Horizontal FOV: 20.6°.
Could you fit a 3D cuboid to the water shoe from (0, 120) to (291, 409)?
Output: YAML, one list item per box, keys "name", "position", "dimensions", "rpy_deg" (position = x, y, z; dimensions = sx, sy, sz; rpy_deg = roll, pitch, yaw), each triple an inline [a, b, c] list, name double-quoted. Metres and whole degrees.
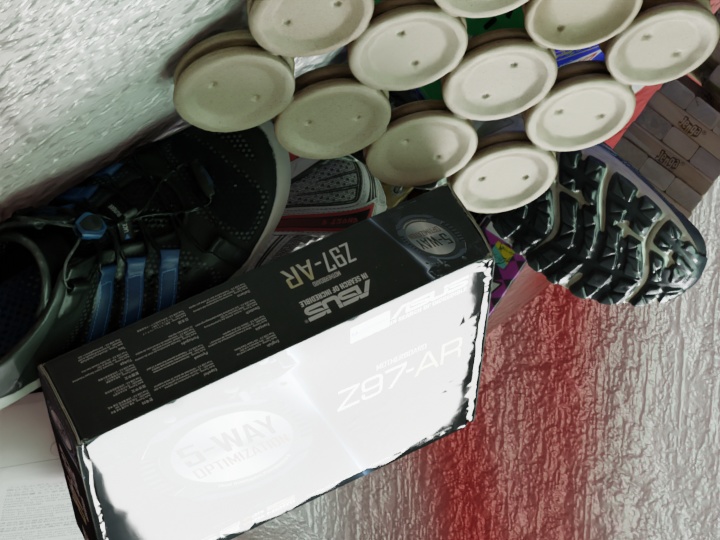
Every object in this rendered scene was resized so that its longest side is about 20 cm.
- name: "water shoe"
  position: [-0.113, -0.001, 0.830]
  dimensions: [0.200, 0.072, 0.079]
  rpy_deg: [-36, 171, -5]

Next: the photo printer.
- name: "photo printer"
  position: [-0.151, 0.092, 1.013]
  dimensions: [0.166, 0.070, 0.200]
  rpy_deg: [-5, 157, -16]

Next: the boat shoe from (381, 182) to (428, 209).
- name: "boat shoe"
  position: [0.000, 0.000, 1.081]
  dimensions: [0.072, 0.076, 0.200]
  rpy_deg: [14, 106, -50]

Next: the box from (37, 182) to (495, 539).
- name: "box"
  position: [-0.039, 0.057, 0.899]
  dimensions: [0.200, 0.044, 0.160]
  rpy_deg: [-24, 152, -16]

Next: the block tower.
- name: "block tower"
  position: [0.183, -0.089, 1.029]
  dimensions: [0.200, 0.054, 0.058]
  rpy_deg: [-52, 176, -5]

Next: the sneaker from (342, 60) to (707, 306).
- name: "sneaker"
  position: [0.088, -0.063, 0.960]
  dimensions: [0.086, 0.200, 0.078]
  rpy_deg: [-45, 165, -44]

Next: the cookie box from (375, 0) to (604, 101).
- name: "cookie box"
  position: [0.118, -0.162, 0.876]
  dimensions: [0.200, 0.075, 0.171]
  rpy_deg: [-41, 171, 34]

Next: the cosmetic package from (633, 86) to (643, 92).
- name: "cosmetic package"
  position: [0.116, -0.127, 1.108]
  dimensions: [0.102, 0.074, 0.200]
  rpy_deg: [-40, 173, 26]

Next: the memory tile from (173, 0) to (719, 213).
- name: "memory tile"
  position: [0.037, -0.088, 0.809]
  dimensions: [0.200, 0.017, 0.153]
  rpy_deg: [16, 137, -37]

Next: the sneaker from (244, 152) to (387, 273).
- name: "sneaker"
  position: [-0.071, 0.005, 1.011]
  dimensions: [0.200, 0.082, 0.078]
  rpy_deg: [-36, 174, 21]

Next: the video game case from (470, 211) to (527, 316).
- name: "video game case"
  position: [0.059, 0.008, 1.140]
  dimensions: [0.182, 0.036, 0.200]
  rpy_deg: [-57, -179, 10]
